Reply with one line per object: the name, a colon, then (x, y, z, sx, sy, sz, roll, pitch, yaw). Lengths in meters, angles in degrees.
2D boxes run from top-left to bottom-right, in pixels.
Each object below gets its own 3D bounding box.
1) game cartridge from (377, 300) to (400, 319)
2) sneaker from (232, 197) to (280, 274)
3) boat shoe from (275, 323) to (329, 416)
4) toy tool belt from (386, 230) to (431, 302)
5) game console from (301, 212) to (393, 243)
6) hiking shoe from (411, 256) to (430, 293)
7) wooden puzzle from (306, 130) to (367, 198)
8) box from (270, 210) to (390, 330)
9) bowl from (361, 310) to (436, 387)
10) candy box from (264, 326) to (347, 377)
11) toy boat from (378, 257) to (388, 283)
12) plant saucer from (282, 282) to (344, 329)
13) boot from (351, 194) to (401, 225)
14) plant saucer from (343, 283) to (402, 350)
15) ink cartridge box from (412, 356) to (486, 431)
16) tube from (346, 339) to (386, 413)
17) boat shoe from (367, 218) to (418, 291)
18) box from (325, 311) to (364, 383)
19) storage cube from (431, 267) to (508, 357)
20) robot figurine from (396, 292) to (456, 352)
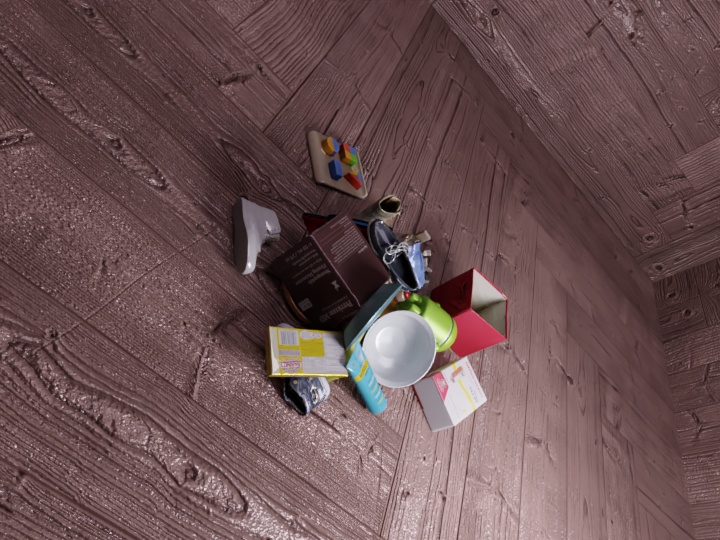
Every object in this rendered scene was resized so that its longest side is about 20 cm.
game cartridge: (0.121, 0.128, 1.596, 0.200, 0.032, 0.177, 45, 41, -19)
sneaker: (-0.237, -0.075, 1.305, 0.115, 0.074, 0.202, 16, 54, -37)
boat shoe: (-0.146, 0.218, 1.217, 0.201, 0.071, 0.091, 58, 37, -3)
toy tool belt: (0.135, -0.008, 1.447, 0.125, 0.122, 0.202, -58, 140, -59)
game console: (-0.030, -0.126, 1.449, 0.173, 0.198, 0.120, 69, 38, -62)
hiking shoe: (0.157, -0.006, 1.694, 0.100, 0.076, 0.201, 36, 31, -15)
wooden puzzle: (-0.062, -0.327, 1.676, 0.199, 0.046, 0.187, 11, 59, -43)
box: (-0.070, -0.001, 1.314, 0.201, 0.165, 0.164, 55, 39, -5)
bowl: (0.091, 0.197, 1.441, 0.199, 0.090, 0.203, -1, 96, -13)
candy box: (-0.116, 0.180, 1.201, 0.199, 0.026, 0.103, 10, 66, -39)
toy boat: (0.000, 0.000, 1.498, 0.129, 0.131, 0.202, 5, 58, -12)
plant saucer: (-0.114, 0.053, 1.389, 0.199, 0.032, 0.202, 25, 50, -34)
boot: (0.067, -0.166, 1.626, 0.199, 0.154, 0.073, -16, 78, -50)
plant saucer: (0.021, 0.097, 1.273, 0.036, 0.200, 0.200, 41, 39, 7)
ink cartridge box: (0.255, 0.345, 1.561, 0.199, 0.083, 0.146, -15, 77, -50)
tube: (0.011, 0.261, 1.310, 0.078, 0.050, 0.201, -70, 146, -45)
boat shoe: (0.081, -0.036, 1.335, 0.075, 0.062, 0.201, -30, 105, -24)
box: (-0.051, 0.189, 1.337, 0.050, 0.075, 0.200, 49, 41, -12)
storage cube: (0.330, 0.131, 1.703, 0.200, 0.179, 0.172, 38, 43, -23)
robot figurine: (0.189, 0.150, 1.541, 0.200, 0.115, 0.176, 38, 35, -24)
